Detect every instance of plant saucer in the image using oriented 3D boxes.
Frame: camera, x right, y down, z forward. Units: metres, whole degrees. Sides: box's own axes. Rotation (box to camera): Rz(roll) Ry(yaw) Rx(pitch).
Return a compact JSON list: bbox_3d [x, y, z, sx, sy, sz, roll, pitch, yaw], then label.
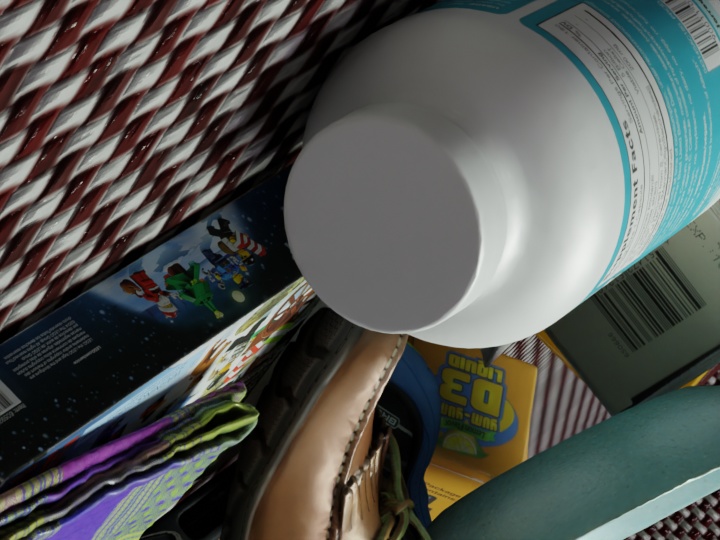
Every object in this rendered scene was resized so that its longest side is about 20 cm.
[{"bbox_3d":[0.086,0.087,1.025,0.200,0.039,0.201,-27,170,-5],"label":"plant saucer"}]

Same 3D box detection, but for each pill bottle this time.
[{"bbox_3d":[0.052,-0.041,0.892,0.111,0.111,0.200,-51,169,31],"label":"pill bottle"}]

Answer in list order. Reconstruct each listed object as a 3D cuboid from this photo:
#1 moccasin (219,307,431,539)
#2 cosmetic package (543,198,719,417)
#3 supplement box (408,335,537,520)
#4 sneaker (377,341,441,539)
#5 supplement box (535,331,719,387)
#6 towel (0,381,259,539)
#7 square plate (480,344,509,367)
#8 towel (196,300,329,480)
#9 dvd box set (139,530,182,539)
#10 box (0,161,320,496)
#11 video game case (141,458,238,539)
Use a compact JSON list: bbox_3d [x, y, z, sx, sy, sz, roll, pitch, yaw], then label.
[{"bbox_3d":[-0.012,0.099,0.966,0.074,0.077,0.202,-82,-173,-66],"label":"moccasin"},{"bbox_3d":[0.158,-0.028,1.081,0.105,0.071,0.200,-37,180,41],"label":"cosmetic package"},{"bbox_3d":[0.007,0.090,1.219,0.200,0.066,0.069,-35,-142,60],"label":"supplement box"},{"bbox_3d":[-0.011,0.104,1.072,0.083,0.071,0.200,-31,140,-25],"label":"sneaker"},{"bbox_3d":[0.201,-0.052,1.434,0.200,0.133,0.197,-36,166,-45],"label":"supplement box"},{"bbox_3d":[-0.118,0.109,0.813,0.144,0.023,0.200,-51,166,31],"label":"towel"},{"bbox_3d":[0.108,-0.061,1.176,0.199,0.028,0.200,-59,176,12],"label":"square plate"},{"bbox_3d":[0.000,0.000,1.081,0.200,0.034,0.133,-38,166,-37],"label":"towel"},{"bbox_3d":[-0.145,0.188,0.998,0.146,0.029,0.200,-14,142,-34],"label":"dvd box set"},{"bbox_3d":[-0.093,0.053,0.876,0.200,0.038,0.137,-35,166,-49],"label":"box"},{"bbox_3d":[-0.101,0.134,1.137,0.200,0.026,0.181,-42,175,41],"label":"video game case"}]
